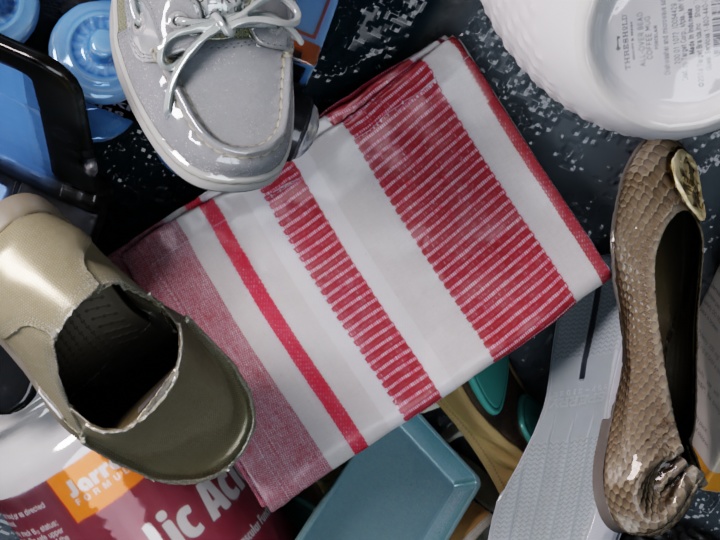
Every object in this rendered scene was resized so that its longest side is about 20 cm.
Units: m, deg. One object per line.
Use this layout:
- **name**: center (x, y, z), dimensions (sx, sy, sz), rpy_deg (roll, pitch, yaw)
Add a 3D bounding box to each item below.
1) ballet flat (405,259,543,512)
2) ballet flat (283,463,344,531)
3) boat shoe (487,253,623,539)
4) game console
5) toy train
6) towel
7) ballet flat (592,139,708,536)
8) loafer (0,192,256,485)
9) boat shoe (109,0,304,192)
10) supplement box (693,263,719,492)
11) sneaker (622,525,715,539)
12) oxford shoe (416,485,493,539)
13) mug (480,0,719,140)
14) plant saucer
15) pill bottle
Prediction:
- **ballet flat**: center (0.056, 0.070, 1.170), dimensions (0.063, 0.069, 0.200), rpy_deg (-22, 118, 25)
- **ballet flat**: center (-0.021, 0.096, 1.181), dimensions (0.070, 0.071, 0.201), rpy_deg (-13, 121, 1)
- **boat shoe**: center (0.121, 0.094, 1.132), dimensions (0.067, 0.073, 0.201), rpy_deg (29, 72, -36)
- **game console**: center (-0.220, -0.045, 1.007), dimensions (0.199, 0.116, 0.177), rpy_deg (25, 101, 11)
- **toy train**: center (-0.104, -0.118, 1.027), dimensions (0.199, 0.087, 0.115), rpy_deg (21, 73, -6)
- **towel**: center (0.000, 0.000, 1.096), dimensions (0.200, 0.023, 0.144), rpy_deg (-34, 93, -3)
- **ballet flat**: center (0.145, 0.028, 1.093), dimensions (0.046, 0.201, 0.067), rpy_deg (-9, 150, 36)
- **loafer**: center (-0.101, 0.045, 0.994), dimensions (0.076, 0.068, 0.200), rpy_deg (-47, 140, -2)
- **boat shoe**: center (-0.065, -0.132, 0.962), dimensions (0.074, 0.203, 0.065), rpy_deg (-2, 161, -15)
- **supplement box**: center (0.244, 0.016, 1.141), dimensions (0.125, 0.074, 0.201), rpy_deg (9, 118, -23)
- **sneaker**: center (0.119, 0.209, 1.223), dimensions (0.070, 0.199, 0.094), rpy_deg (46, 146, 16)
- **oxford shoe**: center (0.058, 0.194, 1.222), dimensions (0.075, 0.058, 0.201), rpy_deg (-40, 132, -31)
- **mug**: center (0.125, -0.158, 0.987), dimensions (0.147, 0.176, 0.201), rpy_deg (3, 118, -8)
- **plant saucer**: center (-0.012, 0.151, 1.108), dimensions (0.070, 0.200, 0.019), rpy_deg (48, 145, -19)
- **pill bottle**: center (-0.111, 0.108, 1.127), dimensions (0.114, 0.114, 0.200), rpy_deg (-32, 102, 12)
